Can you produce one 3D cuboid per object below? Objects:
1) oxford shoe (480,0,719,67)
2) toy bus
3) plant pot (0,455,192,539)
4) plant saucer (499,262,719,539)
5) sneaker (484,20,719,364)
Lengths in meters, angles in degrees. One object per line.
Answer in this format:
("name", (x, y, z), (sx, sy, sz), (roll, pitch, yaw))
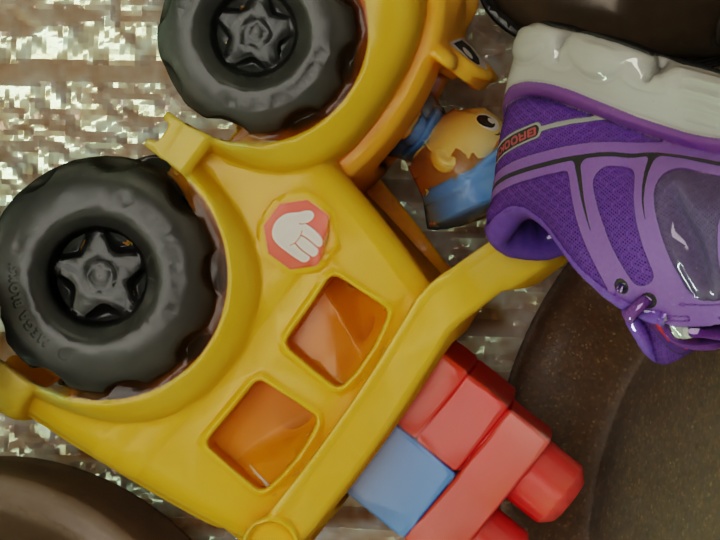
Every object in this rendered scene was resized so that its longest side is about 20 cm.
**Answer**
("oxford shoe", (0.130, -0.100, 0.727), (0.200, 0.084, 0.073), (0, 92, 15))
("toy bus", (0.000, 0.000, 0.737), (0.192, 0.136, 0.200), (36, 96, 5))
("plant pot", (-0.146, 0.163, 0.728), (0.200, 0.175, 0.201), (0, 90, 18))
("plant saucer", (0.097, 0.077, 0.705), (0.037, 0.200, 0.201), (10, 93, -25))
("sneaker", (0.109, -0.008, 0.620), (0.200, 0.081, 0.084), (23, 98, 52))
